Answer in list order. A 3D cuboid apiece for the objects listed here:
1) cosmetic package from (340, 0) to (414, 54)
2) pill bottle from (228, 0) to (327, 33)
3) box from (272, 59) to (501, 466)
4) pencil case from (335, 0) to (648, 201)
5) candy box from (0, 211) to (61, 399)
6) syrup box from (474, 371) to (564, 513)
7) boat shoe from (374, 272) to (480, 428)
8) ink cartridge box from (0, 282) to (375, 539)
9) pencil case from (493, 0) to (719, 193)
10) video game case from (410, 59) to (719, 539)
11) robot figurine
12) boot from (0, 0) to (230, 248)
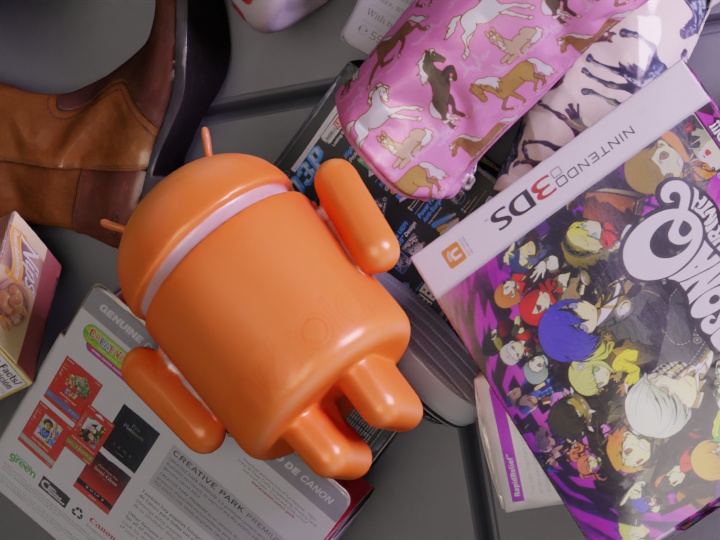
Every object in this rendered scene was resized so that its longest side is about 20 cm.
[{"bbox_3d":[0.078,-0.202,1.073,0.101,0.074,0.201,27,115,1],"label":"cosmetic package"},{"bbox_3d":[-0.077,-0.249,1.106,0.116,0.116,0.201,-40,86,13],"label":"pill bottle"},{"bbox_3d":[0.000,0.000,1.147,0.159,0.046,0.201,38,102,6],"label":"box"},{"bbox_3d":[0.077,-0.128,1.020,0.200,0.086,0.083,-46,42,22],"label":"pencil case"},{"bbox_3d":[-0.284,0.055,1.166,0.199,0.116,0.055,-26,122,20],"label":"candy box"},{"bbox_3d":[0.169,0.071,1.038,0.198,0.079,0.082,-10,98,17],"label":"syrup box"},{"bbox_3d":[-0.013,0.032,1.101,0.200,0.072,0.071,41,110,16],"label":"boat shoe"},{"bbox_3d":[-0.101,0.112,1.132,0.200,0.084,0.176,39,124,6],"label":"ink cartridge box"},{"bbox_3d":[0.145,-0.109,1.069,0.089,0.078,0.202,21,85,15],"label":"pencil case"},{"bbox_3d":[0.150,0.024,0.980,0.181,0.036,0.201,-35,73,12],"label":"video game case"},{"bbox_3d":[-0.051,0.019,1.016,0.200,0.116,0.144,49,135,16],"label":"robot figurine"},{"bbox_3d":[-0.184,-0.111,1.183,0.198,0.068,0.190,8,104,19],"label":"boot"}]
